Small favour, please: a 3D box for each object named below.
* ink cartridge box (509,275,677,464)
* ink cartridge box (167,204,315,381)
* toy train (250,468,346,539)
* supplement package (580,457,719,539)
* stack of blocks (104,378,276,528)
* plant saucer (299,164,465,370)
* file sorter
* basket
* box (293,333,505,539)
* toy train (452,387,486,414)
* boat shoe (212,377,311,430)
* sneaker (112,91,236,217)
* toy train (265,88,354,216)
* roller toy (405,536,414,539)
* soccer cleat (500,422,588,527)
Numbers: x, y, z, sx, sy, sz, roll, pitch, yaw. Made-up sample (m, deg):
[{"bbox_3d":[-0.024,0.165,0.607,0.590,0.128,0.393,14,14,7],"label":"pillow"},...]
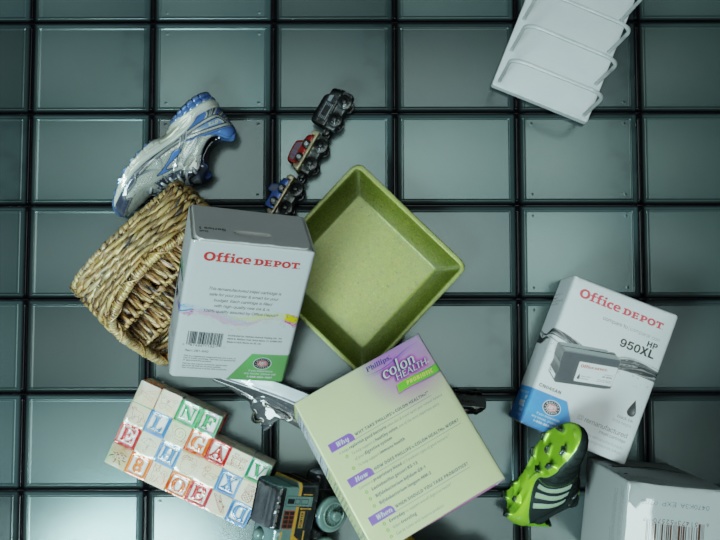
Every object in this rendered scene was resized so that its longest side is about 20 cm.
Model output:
[{"bbox_3d":[0.297,0.124,1.185,0.144,0.084,0.201,21,86,2],"label":"ink cartridge box"},{"bbox_3d":[-0.149,0.030,1.120,0.144,0.084,0.201,5,123,-17],"label":"ink cartridge box"},{"bbox_3d":[-0.090,0.346,1.154,0.113,0.085,0.202,14,87,-37],"label":"toy train"},{"bbox_3d":[0.347,0.300,1.114,0.116,0.200,0.118,5,86,1],"label":"supplement package"},{"bbox_3d":[-0.211,0.233,1.193,0.199,0.059,0.116,25,86,2],"label":"stack of blocks"},{"bbox_3d":[0.000,0.000,1.214,0.200,0.048,0.200,43,87,3],"label":"plant saucer"},{"bbox_3d":[0.278,-0.320,1.198,0.138,0.125,0.201,22,86,1],"label":"file sorter"},{"bbox_3d":[-0.241,0.006,1.168,0.200,0.143,0.149,-44,86,-2],"label":"basket"},{"bbox_3d":[0.041,0.212,1.112,0.175,0.097,0.201,-28,75,-12],"label":"box"},{"bbox_3d":[0.064,0.166,1.204,0.198,0.046,0.034,5,70,-1],"label":"toy train"},{"bbox_3d":[-0.108,0.178,1.197,0.199,0.070,0.067,23,85,-6],"label":"boat shoe"},{"bbox_3d":[-0.243,-0.138,1.214,0.085,0.077,0.200,42,88,-1],"label":"sneaker"},{"bbox_3d":[-0.072,-0.153,1.226,0.046,0.034,0.201,28,85,10],"label":"toy train"},{"bbox_3d":[0.080,0.429,1.138,0.199,0.140,0.184,18,79,10],"label":"roller toy"},{"bbox_3d":[0.244,0.254,1.144,0.080,0.201,0.068,13,45,-10],"label":"soccer cleat"}]
